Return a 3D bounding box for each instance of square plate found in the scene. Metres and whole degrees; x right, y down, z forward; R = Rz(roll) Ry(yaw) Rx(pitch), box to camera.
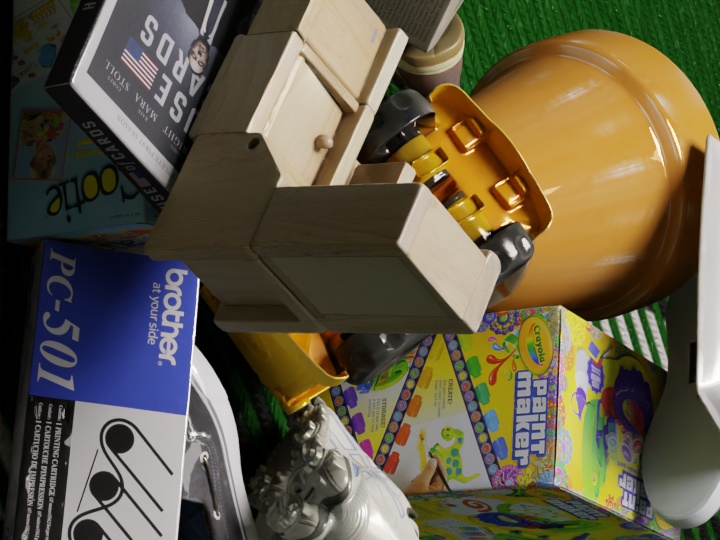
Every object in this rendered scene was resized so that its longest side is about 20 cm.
[{"bbox_3d":[0.269,0.042,1.595,0.200,0.028,0.199,51,38,-48],"label":"square plate"}]

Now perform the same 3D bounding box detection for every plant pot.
[{"bbox_3d":[0.117,-0.052,1.612,0.183,0.199,0.202,-19,101,-49],"label":"plant pot"}]

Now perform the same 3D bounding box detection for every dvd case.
[{"bbox_3d":[-0.094,-0.133,1.319,0.150,0.025,0.201,48,47,-40],"label":"dvd case"}]

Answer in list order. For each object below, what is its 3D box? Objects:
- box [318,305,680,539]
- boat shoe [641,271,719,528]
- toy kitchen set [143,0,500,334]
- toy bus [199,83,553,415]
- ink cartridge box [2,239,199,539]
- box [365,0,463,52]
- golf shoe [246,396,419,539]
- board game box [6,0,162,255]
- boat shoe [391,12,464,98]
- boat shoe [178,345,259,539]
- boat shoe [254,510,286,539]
[{"bbox_3d":[0.096,0.117,1.633,0.200,0.191,0.123,29,60,-54],"label":"box"},{"bbox_3d":[0.250,0.103,1.636,0.091,0.070,0.201,47,44,-40],"label":"boat shoe"},{"bbox_3d":[0.025,-0.047,1.291,0.163,0.179,0.201,47,55,-40],"label":"toy kitchen set"},{"bbox_3d":[0.000,0.000,1.503,0.199,0.192,0.136,-34,81,-24],"label":"toy bus"},{"bbox_3d":[-0.146,0.090,1.328,0.093,0.044,0.202,9,73,-15],"label":"ink cartridge box"},{"bbox_3d":[-0.018,-0.228,1.503,0.199,0.082,0.069,31,44,2],"label":"box"},{"bbox_3d":[-0.012,0.145,1.476,0.097,0.079,0.200,35,7,-14],"label":"golf shoe"},{"bbox_3d":[-0.132,-0.112,1.376,0.103,0.104,0.202,16,71,-56],"label":"board game box"},{"bbox_3d":[0.013,-0.176,1.607,0.201,0.071,0.066,-126,-158,-47],"label":"boat shoe"},{"bbox_3d":[-0.113,0.126,1.409,0.066,0.069,0.201,-50,134,-52],"label":"boat shoe"},{"bbox_3d":[-0.049,0.219,1.488,0.071,0.069,0.201,58,40,-41],"label":"boat shoe"}]
